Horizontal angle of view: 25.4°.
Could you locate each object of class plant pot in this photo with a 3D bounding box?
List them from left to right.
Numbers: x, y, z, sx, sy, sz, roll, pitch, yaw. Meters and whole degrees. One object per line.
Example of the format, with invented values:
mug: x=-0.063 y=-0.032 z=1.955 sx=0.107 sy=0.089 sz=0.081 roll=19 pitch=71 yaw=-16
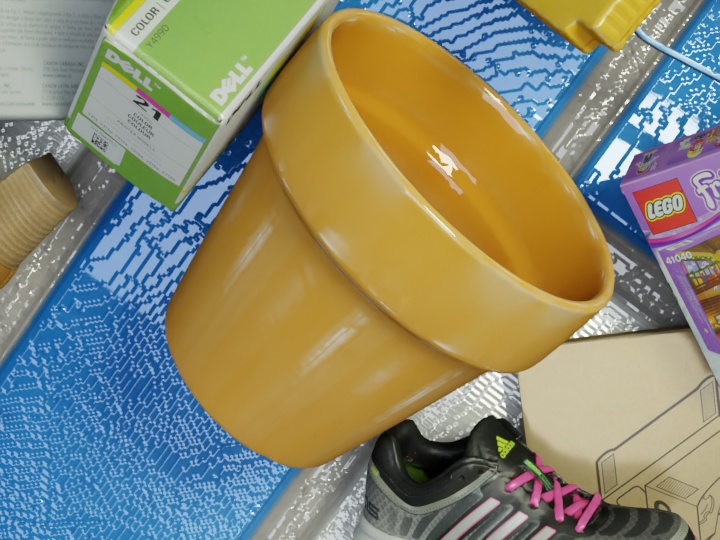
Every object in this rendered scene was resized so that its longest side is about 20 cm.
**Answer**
plant pot: x=0.000 y=0.000 z=0.836 sx=0.200 sy=0.200 sz=0.183 roll=44 pitch=115 yaw=-3

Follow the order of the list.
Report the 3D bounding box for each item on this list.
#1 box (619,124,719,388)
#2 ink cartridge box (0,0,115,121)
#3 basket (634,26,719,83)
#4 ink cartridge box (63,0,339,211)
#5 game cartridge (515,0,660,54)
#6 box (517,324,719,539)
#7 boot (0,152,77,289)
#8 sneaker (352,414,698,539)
box: x=0.249 y=-0.023 z=0.803 sx=0.198 sy=0.039 sz=0.138 roll=-18 pitch=111 yaw=33
ink cartridge box: x=-0.157 y=-0.179 z=0.824 sx=0.057 sy=0.162 sz=0.203 roll=6 pitch=98 yaw=33
basket: x=0.250 y=-0.168 z=0.807 sx=0.175 sy=0.139 sz=0.201 roll=30 pitch=101 yaw=-1
ink cartridge box: x=-0.056 y=-0.139 z=0.775 sx=0.076 sy=0.200 sz=0.148 roll=38 pitch=59 yaw=-3
game cartridge: x=0.137 y=-0.218 z=0.802 sx=0.032 sy=0.177 sz=0.201 roll=31 pitch=103 yaw=-39
box: x=0.195 y=0.112 z=0.912 sx=0.197 sy=0.021 sz=0.166 roll=-7 pitch=98 yaw=5
boot: x=-0.263 y=-0.071 z=0.896 sx=0.143 sy=0.071 sz=0.202 roll=-33 pitch=89 yaw=16
sneaker: x=0.086 y=0.126 z=0.873 sx=0.198 sy=0.074 sz=0.089 roll=5 pitch=110 yaw=25
